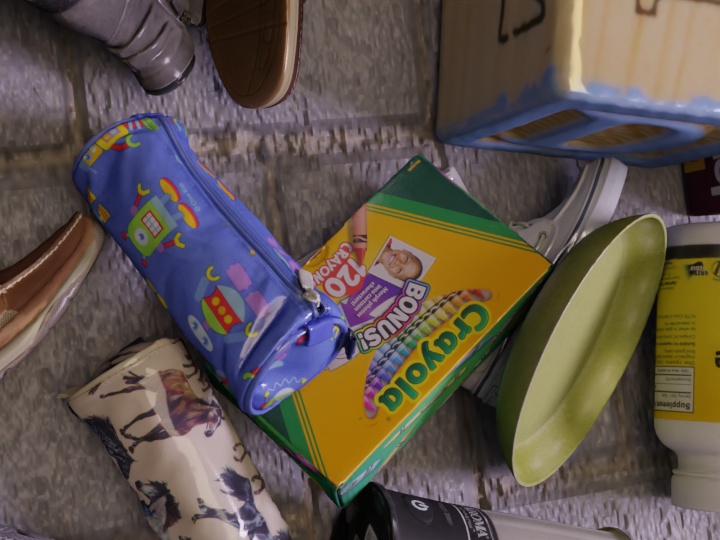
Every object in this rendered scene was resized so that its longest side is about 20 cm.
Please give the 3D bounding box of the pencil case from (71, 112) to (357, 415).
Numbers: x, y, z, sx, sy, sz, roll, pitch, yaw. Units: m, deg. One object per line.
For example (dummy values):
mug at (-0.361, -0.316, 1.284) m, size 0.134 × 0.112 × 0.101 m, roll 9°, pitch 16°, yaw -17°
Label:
pencil case at (-0.090, -0.010, 0.779) m, size 0.200 × 0.087 × 0.078 m, roll 50°, pitch 32°, yaw 19°

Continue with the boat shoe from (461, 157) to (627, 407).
boat shoe at (0.117, -0.005, 0.901) m, size 0.067 × 0.074 × 0.201 m, roll 29°, pitch 71°, yaw 4°

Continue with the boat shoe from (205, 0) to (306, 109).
boat shoe at (-0.055, -0.197, 0.849) m, size 0.072 × 0.072 × 0.201 m, roll 14°, pitch 64°, yaw -51°

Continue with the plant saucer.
plant saucer at (0.144, 0.049, 0.873) m, size 0.031 × 0.200 × 0.200 m, roll 27°, pitch 73°, yaw 27°

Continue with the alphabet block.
alphabet block at (0.175, -0.187, 0.875) m, size 0.195 × 0.195 × 0.201 m, roll 5°, pitch 86°, yaw -22°

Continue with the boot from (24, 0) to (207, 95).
boot at (-0.144, -0.220, 0.810) m, size 0.132 × 0.069 × 0.201 m, roll 33°, pitch 63°, yaw -54°

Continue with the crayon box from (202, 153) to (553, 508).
crayon box at (0.013, 0.037, 0.832) m, size 0.119 × 0.058 × 0.200 m, roll 41°, pitch 75°, yaw 17°

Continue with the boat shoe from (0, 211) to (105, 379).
boat shoe at (-0.233, 0.034, 0.770) m, size 0.072 × 0.076 × 0.200 m, roll 44°, pitch 72°, yaw -10°

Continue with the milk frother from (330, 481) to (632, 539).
milk frother at (0.067, 0.262, 0.849) m, size 0.187 × 0.181 × 0.201 m, roll 14°, pitch 125°, yaw -19°

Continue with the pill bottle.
pill bottle at (0.268, 0.070, 0.932) m, size 0.112 × 0.112 × 0.201 m, roll 4°, pitch 85°, yaw -20°

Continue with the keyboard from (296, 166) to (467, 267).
keyboard at (0.000, 0.000, 0.894) m, size 0.200 × 0.011 × 0.056 m, roll -32°, pitch 103°, yaw -19°

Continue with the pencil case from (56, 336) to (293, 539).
pencil case at (-0.104, 0.139, 0.809) m, size 0.078 × 0.089 × 0.201 m, roll -36°, pitch 101°, yaw -47°

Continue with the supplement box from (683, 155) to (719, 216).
supplement box at (0.322, -0.113, 0.918) m, size 0.103 × 0.200 × 0.132 m, roll -7°, pitch 89°, yaw -20°

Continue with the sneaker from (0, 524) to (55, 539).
sneaker at (-0.250, 0.202, 0.753) m, size 0.199 × 0.075 × 0.116 m, roll 14°, pitch 82°, yaw -14°
